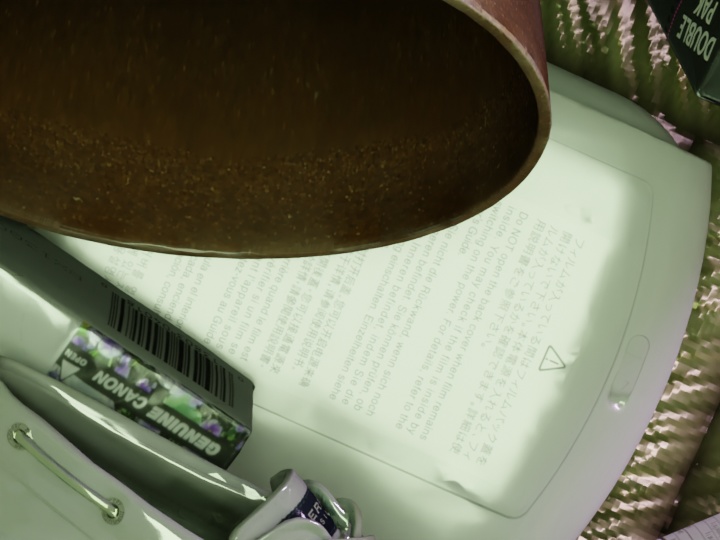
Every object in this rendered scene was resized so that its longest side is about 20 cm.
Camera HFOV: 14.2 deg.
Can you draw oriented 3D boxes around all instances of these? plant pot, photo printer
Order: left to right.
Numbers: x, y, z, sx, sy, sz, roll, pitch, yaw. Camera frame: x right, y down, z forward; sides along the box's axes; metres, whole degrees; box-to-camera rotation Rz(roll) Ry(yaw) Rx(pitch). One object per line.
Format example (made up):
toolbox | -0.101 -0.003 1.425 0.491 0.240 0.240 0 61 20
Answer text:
plant pot | -0.037 -0.132 0.787 0.186 0.187 0.200 5 66 -1
photo printer | 0.000 0.000 0.894 0.200 0.069 0.167 23 93 -2

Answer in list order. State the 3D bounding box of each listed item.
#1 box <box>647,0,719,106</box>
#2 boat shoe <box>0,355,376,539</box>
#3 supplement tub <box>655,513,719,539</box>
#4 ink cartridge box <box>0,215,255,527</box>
box | 0.176 -0.138 0.815 0.124 0.149 0.200 20 113 -14
boat shoe | -0.027 0.087 0.782 0.200 0.074 0.067 23 105 -4
supplement tub | 0.144 0.135 0.868 0.200 0.145 0.145 -23 94 0
ink cartridge box | -0.131 0.087 0.848 0.109 0.050 0.200 34 103 -11
